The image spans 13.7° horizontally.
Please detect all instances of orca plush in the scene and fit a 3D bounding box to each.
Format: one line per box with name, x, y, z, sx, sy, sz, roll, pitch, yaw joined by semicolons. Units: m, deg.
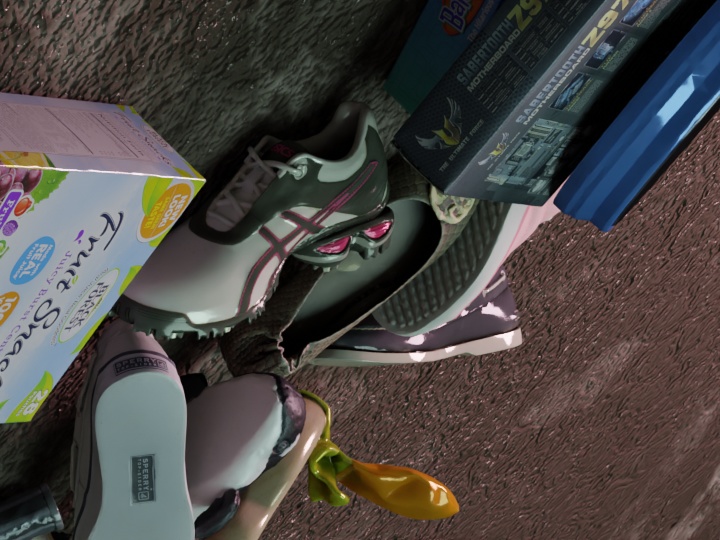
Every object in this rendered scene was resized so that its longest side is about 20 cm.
orca plush;-0.094;0.135;1.813;0.071;0.105;0.200;22;114;-44

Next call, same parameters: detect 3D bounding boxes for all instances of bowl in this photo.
bowl;0.193;-0.104;1.783;0.201;0.039;0.201;-49;175;-5

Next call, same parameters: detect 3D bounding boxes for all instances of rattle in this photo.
rattle;-0.045;0.184;1.904;0.130;0.143;0.200;-34;-162;36

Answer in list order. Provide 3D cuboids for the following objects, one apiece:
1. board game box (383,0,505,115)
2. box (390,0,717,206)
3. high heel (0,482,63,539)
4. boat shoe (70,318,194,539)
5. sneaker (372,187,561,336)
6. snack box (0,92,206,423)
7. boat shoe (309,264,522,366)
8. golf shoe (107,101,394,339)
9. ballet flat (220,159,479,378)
board game box;0.112;-0.181;1.716;0.152;0.045;0.200;-21;148;-47
box;0.122;-0.127;1.698;0.200;0.051;0.158;-51;161;15
high heel;-0.242;0.186;1.740;0.142;0.072;0.200;-22;160;-13
boat shoe;-0.137;0.117;1.737;0.072;0.066;0.200;-7;128;-10
sneaker;0.091;-0.039;1.892;0.200;0.075;0.105;-56;151;15
snack box;-0.190;-0.004;1.462;0.169;0.068;0.200;-53;159;18
boat shoe;0.033;0.028;1.963;0.200;0.073;0.063;-6;94;-50
golf shoe;-0.064;-0.029;1.663;0.200;0.077;0.088;-30;134;-39
ballet flat;0.000;0.000;1.812;0.200;0.046;0.067;-39;116;-7
